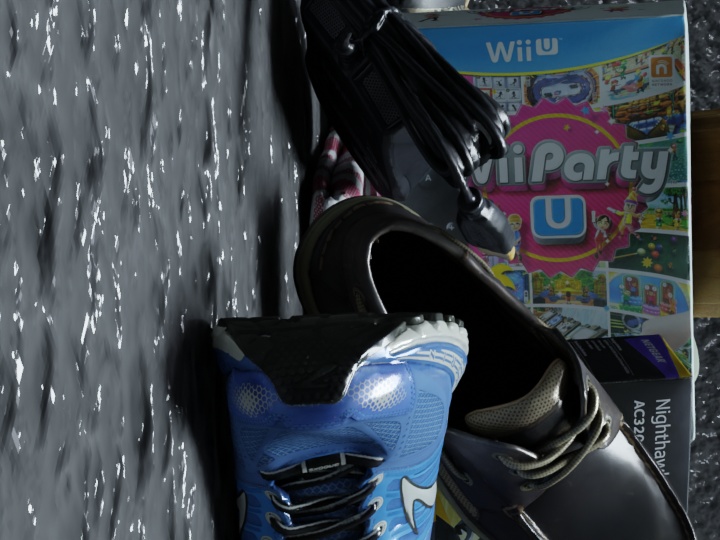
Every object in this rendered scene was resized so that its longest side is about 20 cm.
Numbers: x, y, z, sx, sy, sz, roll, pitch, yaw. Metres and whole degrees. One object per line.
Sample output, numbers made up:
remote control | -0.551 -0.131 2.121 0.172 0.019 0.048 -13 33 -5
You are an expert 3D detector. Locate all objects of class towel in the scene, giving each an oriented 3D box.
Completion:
towel | 0.000 0.000 0.838 0.200 0.030 0.147 -77 166 -67

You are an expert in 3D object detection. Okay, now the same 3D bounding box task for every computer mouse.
computer mouse | 0.026 -0.060 0.669 0.141 0.046 0.200 55 -5 17

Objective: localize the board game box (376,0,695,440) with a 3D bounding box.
board game box | 0.083 -0.022 0.823 0.064 0.147 0.201 -54 141 -73

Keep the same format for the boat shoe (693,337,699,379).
boat shoe | 0.120 -0.012 0.992 0.070 0.071 0.201 -8 72 -55

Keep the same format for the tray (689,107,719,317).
tray | 0.153 -0.028 0.872 0.200 0.037 0.099 -2 -79 51

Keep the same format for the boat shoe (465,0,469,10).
boat shoe | 0.042 -0.141 1.056 0.074 0.069 0.201 86 8 -48

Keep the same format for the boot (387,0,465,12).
boot | 0.035 -0.206 0.993 0.204 0.073 0.154 -61 154 -71

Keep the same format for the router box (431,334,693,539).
router box | 0.057 0.132 0.745 0.052 0.156 0.201 -112 -161 -70

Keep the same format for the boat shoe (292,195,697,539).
boat shoe | 0.053 0.055 0.649 0.075 0.200 0.073 -48 -171 -7

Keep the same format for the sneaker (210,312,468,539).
sneaker | -0.003 0.070 0.548 0.200 0.078 0.090 78 11 -68
